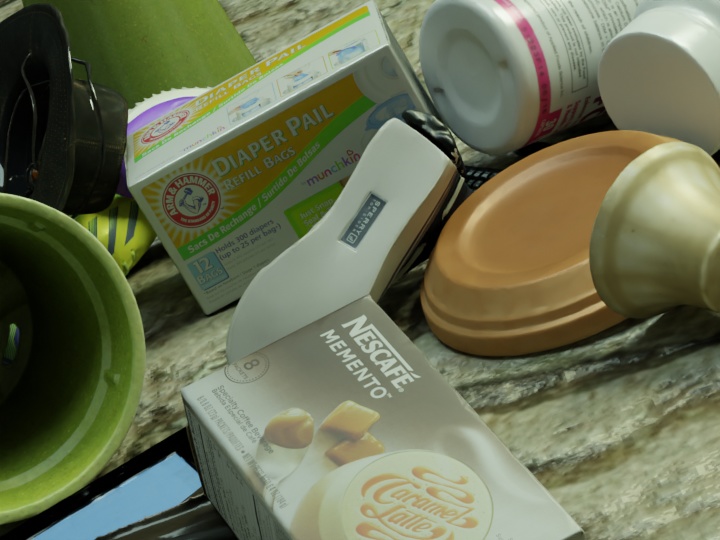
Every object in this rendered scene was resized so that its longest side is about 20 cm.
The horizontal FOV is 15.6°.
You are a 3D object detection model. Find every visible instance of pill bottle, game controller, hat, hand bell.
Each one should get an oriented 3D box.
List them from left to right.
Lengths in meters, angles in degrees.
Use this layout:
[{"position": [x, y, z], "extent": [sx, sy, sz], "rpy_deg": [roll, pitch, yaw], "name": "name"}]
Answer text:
[{"position": [-0.203, -0.088, 1.787], "extent": [0.081, 0.201, 0.201], "rpy_deg": [5, 9, -29], "name": "hat"}, {"position": [-0.132, 0.147, 1.461], "extent": [0.200, 0.042, 0.104], "rpy_deg": [-31, 24, -17], "name": "game controller"}, {"position": [0.149, -0.160, 1.763], "extent": [0.200, 0.114, 0.113], "rpy_deg": [-24, 20, -31], "name": "pill bottle"}, {"position": [0.247, -0.159, 1.690], "extent": [0.114, 0.114, 0.200], "rpy_deg": [2, 33, 46], "name": "pill bottle"}, {"position": [0.227, 0.008, 1.404], "extent": [0.104, 0.104, 0.200], "rpy_deg": [-34, 36, -24], "name": "hand bell"}]

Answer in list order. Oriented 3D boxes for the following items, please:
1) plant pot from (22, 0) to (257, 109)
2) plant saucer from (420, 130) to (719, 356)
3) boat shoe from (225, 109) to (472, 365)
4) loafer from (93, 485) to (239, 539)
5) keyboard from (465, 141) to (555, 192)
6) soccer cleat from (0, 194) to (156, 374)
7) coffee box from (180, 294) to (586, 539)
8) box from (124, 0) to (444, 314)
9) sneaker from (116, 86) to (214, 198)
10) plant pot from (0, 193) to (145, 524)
[{"position": [-0.164, -0.156, 1.971], "extent": [0.200, 0.190, 0.200], "rpy_deg": [-19, 22, 8], "name": "plant pot"}, {"position": [0.123, -0.025, 1.581], "extent": [0.200, 0.037, 0.200], "rpy_deg": [-23, 28, 13], "name": "plant saucer"}, {"position": [0.000, 0.000, 1.633], "extent": [0.075, 0.093, 0.200], "rpy_deg": [39, 87, 22], "name": "boat shoe"}, {"position": [-0.059, 0.136, 1.369], "extent": [0.200, 0.073, 0.071], "rpy_deg": [-16, 39, -10], "name": "loafer"}, {"position": [0.094, -0.057, 1.731], "extent": [0.127, 0.021, 0.200], "rpy_deg": [-36, 27, -28], "name": "keyboard"}, {"position": [-0.196, 0.013, 1.821], "extent": [0.084, 0.065, 0.200], "rpy_deg": [29, 45, 26], "name": "soccer cleat"}, {"position": [0.011, 0.115, 1.259], "extent": [0.114, 0.080, 0.200], "rpy_deg": [-25, 43, -16], "name": "coffee box"}, {"position": [-0.048, -0.076, 1.761], "extent": [0.200, 0.113, 0.101], "rpy_deg": [-29, 22, 6], "name": "box"}, {"position": [-0.081, -0.086, 1.853], "extent": [0.200, 0.070, 0.099], "rpy_deg": [-15, 30, -28], "name": "sneaker"}, {"position": [-0.252, 0.048, 1.639], "extent": [0.200, 0.201, 0.184], "rpy_deg": [-29, 11, -14], "name": "plant pot"}]
